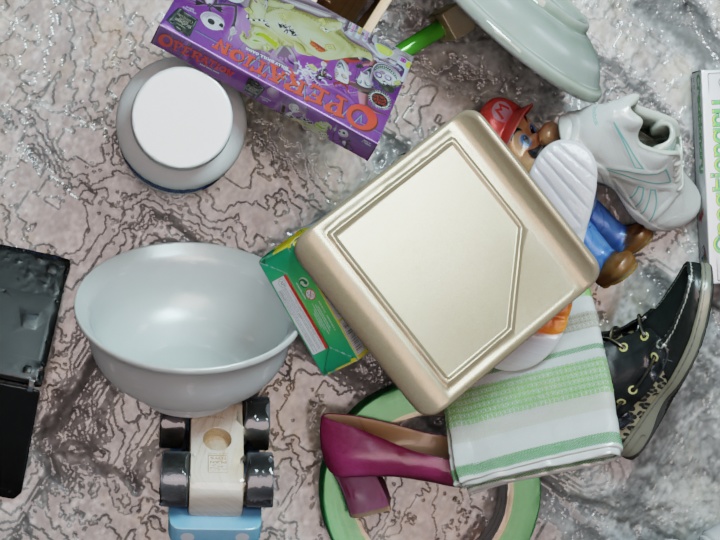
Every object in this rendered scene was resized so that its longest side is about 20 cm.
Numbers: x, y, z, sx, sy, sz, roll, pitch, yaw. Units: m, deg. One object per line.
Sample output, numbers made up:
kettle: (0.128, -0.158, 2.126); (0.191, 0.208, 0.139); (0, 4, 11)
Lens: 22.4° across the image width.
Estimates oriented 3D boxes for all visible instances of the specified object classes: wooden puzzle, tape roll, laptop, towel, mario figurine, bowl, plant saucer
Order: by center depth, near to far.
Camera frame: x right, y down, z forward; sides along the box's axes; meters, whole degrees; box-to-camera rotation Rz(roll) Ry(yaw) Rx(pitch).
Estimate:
wooden puzzle: (0.072, -0.007, 1.519); (0.200, 0.037, 0.185); (-38, 88, -13)
bowl: (-0.148, 0.064, 1.579); (0.200, 0.201, 0.091); (1, 122, -7)
towel: (0.143, 0.093, 1.584); (0.148, 0.031, 0.201); (-13, 52, 10)
plant saucer: (0.146, -0.229, 1.588); (0.200, 0.200, 0.050); (39, 108, -5)
laptop: (-0.367, 0.079, 1.623); (0.176, 0.103, 0.201); (12, 63, -7)
mario figurine: (0.185, -0.082, 1.637); (0.200, 0.123, 0.106); (43, 98, -9)
tape roll: (0.062, 0.200, 1.655); (0.199, 0.048, 0.202); (0, 90, -7)

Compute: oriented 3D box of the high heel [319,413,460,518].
high heel: (0.066, 0.145, 1.595); (0.199, 0.067, 0.097); (-19, 102, -3)

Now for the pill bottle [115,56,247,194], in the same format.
pill bottle: (-0.153, -0.123, 1.552); (0.110, 0.200, 0.112); (0, 90, -7)

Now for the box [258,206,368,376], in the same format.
box: (0.000, 0.000, 1.600); (0.048, 0.200, 0.118); (-26, 95, 35)

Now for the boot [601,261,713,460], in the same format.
boot: (0.217, 0.064, 1.635); (0.153, 0.074, 0.204); (20, 117, -3)

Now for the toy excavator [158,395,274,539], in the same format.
toy excavator: (-0.129, 0.234, 1.611); (0.099, 0.201, 0.195); (1, 46, -6)

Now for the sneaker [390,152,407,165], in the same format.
sneaker: (0.056, -0.019, 1.596); (0.076, 0.201, 0.075); (26, 129, -29)

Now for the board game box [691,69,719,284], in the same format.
board game box: (0.378, -0.089, 1.700); (0.125, 0.035, 0.201); (-3, 90, -7)

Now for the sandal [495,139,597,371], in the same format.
sandal: (0.158, -0.012, 1.577); (0.079, 0.059, 0.208); (20, 96, 5)

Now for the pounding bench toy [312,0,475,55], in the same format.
pounding bench toy: (-0.017, -0.213, 1.607); (0.199, 0.124, 0.156); (32, 86, -6)

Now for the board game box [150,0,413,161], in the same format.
board game box: (-0.061, -0.181, 1.491); (0.199, 0.032, 0.120); (28, 50, -7)

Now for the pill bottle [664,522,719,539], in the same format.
pill bottle: (0.270, 0.314, 1.648); (0.199, 0.111, 0.111); (-31, 94, -6)

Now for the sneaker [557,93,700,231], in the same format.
sneaker: (0.260, -0.094, 1.622); (0.080, 0.200, 0.071); (-24, 56, 31)
